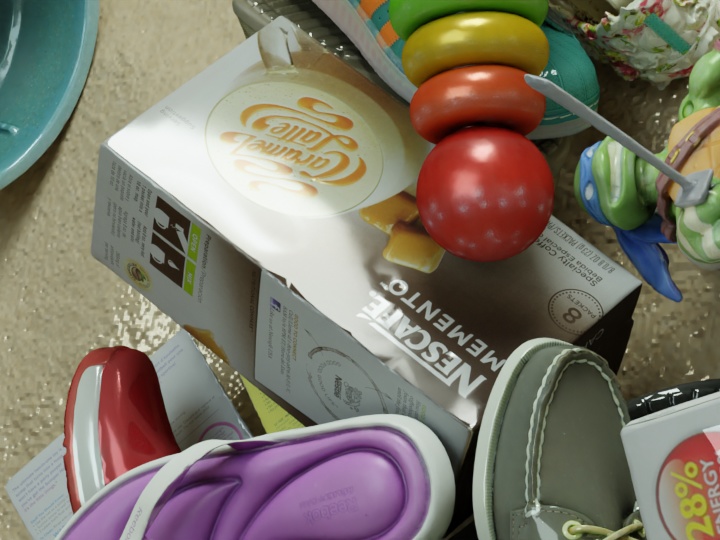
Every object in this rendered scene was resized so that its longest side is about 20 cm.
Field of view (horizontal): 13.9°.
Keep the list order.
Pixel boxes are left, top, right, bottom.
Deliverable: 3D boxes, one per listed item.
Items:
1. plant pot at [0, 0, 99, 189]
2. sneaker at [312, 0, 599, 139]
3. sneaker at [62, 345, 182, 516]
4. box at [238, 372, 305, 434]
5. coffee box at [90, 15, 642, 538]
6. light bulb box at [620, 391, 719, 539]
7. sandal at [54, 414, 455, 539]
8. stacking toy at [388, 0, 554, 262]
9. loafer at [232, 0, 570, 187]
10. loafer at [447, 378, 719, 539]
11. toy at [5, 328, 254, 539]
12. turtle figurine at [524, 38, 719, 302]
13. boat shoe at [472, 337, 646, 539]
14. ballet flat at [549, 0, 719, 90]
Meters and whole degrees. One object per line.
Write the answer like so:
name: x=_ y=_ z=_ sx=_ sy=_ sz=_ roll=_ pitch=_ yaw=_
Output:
plant pot: x=-0.269 y=-0.138 z=1.470 sx=0.196 sy=0.200 sz=0.200 roll=11 pitch=79 yaw=45
sneaker: x=0.030 y=-0.131 z=1.257 sx=0.200 sy=0.071 sz=0.080 roll=42 pitch=139 yaw=36
sneaker: x=-0.050 y=0.119 z=1.237 sx=0.115 sy=0.078 sz=0.200 roll=-16 pitch=80 yaw=17
box: x=-0.027 y=0.017 z=1.302 sx=0.050 sy=0.075 sz=0.200 roll=-38 pitch=54 yaw=18
coffee box: x=0.000 y=0.000 z=1.215 sx=0.200 sy=0.080 sz=0.114 roll=38 pitch=55 yaw=20
light bulb box: x=0.205 y=0.127 z=0.985 sx=0.125 sy=0.200 sz=0.198 roll=-20 pitch=78 yaw=29
sandal: x=-0.058 y=0.103 z=1.163 sx=0.203 sy=0.050 sz=0.083 roll=-27 pitch=74 yaw=26
stacking toy: x=0.046 y=-0.101 z=1.175 sx=0.085 sy=0.085 sz=0.200 roll=-16 pitch=69 yaw=30
loafer: x=0.010 y=-0.070 z=1.302 sx=0.200 sy=0.076 sz=0.068 roll=39 pitch=134 yaw=41
loafer: x=0.087 y=0.106 z=1.188 sx=0.200 sy=0.071 sz=0.073 roll=-29 pitch=84 yaw=5
toy: x=-0.063 y=0.139 z=1.299 sx=0.115 sy=0.047 sz=0.200 roll=-40 pitch=59 yaw=12
turtle figurine: x=0.167 y=-0.070 z=1.132 sx=0.194 sy=0.200 sz=0.144 roll=-4 pitch=26 yaw=15
boat shoe: x=0.086 y=0.124 z=1.104 sx=0.060 sy=0.072 sz=0.202 roll=-15 pitch=75 yaw=61
ballet flat: x=0.083 y=-0.151 z=1.293 sx=0.200 sy=0.064 sz=0.076 roll=40 pitch=96 yaw=39
